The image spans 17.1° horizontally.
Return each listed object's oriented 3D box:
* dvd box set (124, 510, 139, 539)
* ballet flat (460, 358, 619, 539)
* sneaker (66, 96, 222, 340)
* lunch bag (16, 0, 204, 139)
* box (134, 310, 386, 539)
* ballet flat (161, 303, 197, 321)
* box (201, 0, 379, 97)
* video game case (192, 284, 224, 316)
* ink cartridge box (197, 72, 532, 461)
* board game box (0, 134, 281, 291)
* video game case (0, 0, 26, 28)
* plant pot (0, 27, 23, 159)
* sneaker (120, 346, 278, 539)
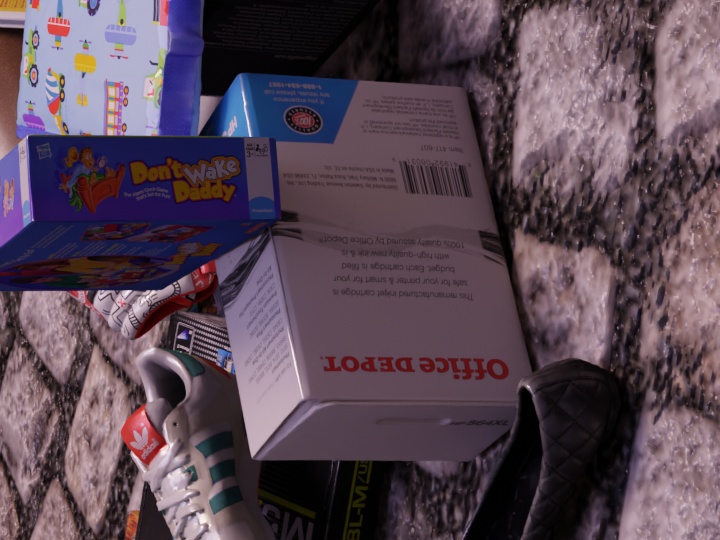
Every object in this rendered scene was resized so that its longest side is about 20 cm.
[{"bbox_3d":[-0.118,0.259,1.636,0.200,0.029,0.148,20,105,60],"label":"dvd box set"},{"bbox_3d":[0.076,0.125,1.264,0.067,0.056,0.201,59,137,46],"label":"ballet flat"},{"bbox_3d":[-0.112,-0.048,1.576,0.108,0.201,0.067,44,175,8],"label":"sneaker"},{"bbox_3d":[-0.130,-0.139,1.376,0.200,0.093,0.152,-157,72,-69],"label":"lunch bag"},{"bbox_3d":[-0.065,0.140,1.495,0.199,0.047,0.195,19,99,51],"label":"box"},{"bbox_3d":[-0.134,-0.067,1.635,0.067,0.062,0.202,-26,58,61],"label":"ballet flat"},{"bbox_3d":[-0.059,-0.218,1.486,0.200,0.106,0.150,-44,51,53],"label":"box"},{"bbox_3d":[-0.066,0.010,1.575,0.200,0.018,0.144,-57,41,43],"label":"video game case"},{"bbox_3d":[0.000,0.000,1.320,0.084,0.145,0.202,-47,48,52],"label":"ink cartridge box"},{"bbox_3d":[-0.140,-0.028,1.294,0.200,0.133,0.045,155,113,-64],"label":"board game box"},{"bbox_3d":[-0.237,-0.239,1.722,0.017,0.198,0.144,65,-147,-63],"label":"video game case"},{"bbox_3d":[-0.257,-0.106,1.773,0.199,0.199,0.201,57,136,35],"label":"plant pot"},{"bbox_3d":[-0.102,0.128,1.390,0.070,0.093,0.201,-39,35,31],"label":"sneaker"}]
